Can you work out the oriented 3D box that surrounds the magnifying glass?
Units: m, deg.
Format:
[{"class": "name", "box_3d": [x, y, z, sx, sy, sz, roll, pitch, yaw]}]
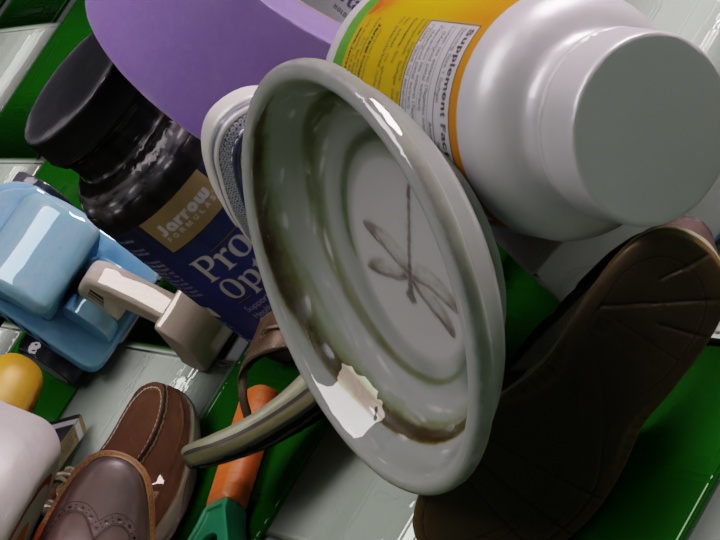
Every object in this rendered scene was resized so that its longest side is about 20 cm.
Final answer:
[{"class": "magnifying glass", "box_3d": [-0.077, 0.146, 1.354, 0.079, 0.022, 0.201, -28, 36, 41]}]

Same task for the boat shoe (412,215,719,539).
[{"class": "boat shoe", "box_3d": [0.099, 0.058, 1.130, 0.200, 0.073, 0.065, -49, -2, 23]}]

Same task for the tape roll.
[{"class": "tape roll", "box_3d": [-0.044, -0.134, 1.363, 0.085, 0.199, 0.200, -55, 22, 23]}]

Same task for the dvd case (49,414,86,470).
[{"class": "dvd case", "box_3d": [-0.256, 0.144, 1.512, 0.148, 0.016, 0.200, -16, 14, 12]}]

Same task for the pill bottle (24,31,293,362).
[{"class": "pill bottle", "box_3d": [-0.085, -0.046, 1.406, 0.112, 0.200, 0.112, -39, 27, 25]}]

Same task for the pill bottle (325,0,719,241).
[{"class": "pill bottle", "box_3d": [0.074, -0.073, 1.127, 0.111, 0.111, 0.200, -56, 29, -10]}]

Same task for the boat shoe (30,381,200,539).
[{"class": "boat shoe", "box_3d": [-0.152, 0.142, 1.418, 0.076, 0.072, 0.200, -21, 39, 47]}]

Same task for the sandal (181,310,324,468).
[{"class": "sandal", "box_3d": [-0.018, 0.033, 1.328, 0.201, 0.057, 0.080, -43, -9, 5]}]

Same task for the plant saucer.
[{"class": "plant saucer", "box_3d": [0.016, -0.002, 1.107, 0.050, 0.201, 0.200, -21, 14, -24]}]

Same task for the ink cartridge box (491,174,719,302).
[{"class": "ink cartridge box", "box_3d": [0.109, -0.056, 1.252, 0.116, 0.067, 0.200, -49, 26, 6]}]

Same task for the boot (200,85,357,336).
[{"class": "boot", "box_3d": [0.000, 0.000, 1.215, 0.073, 0.200, 0.090, -39, 29, 1]}]

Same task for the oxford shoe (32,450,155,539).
[{"class": "oxford shoe", "box_3d": [-0.150, 0.187, 1.326, 0.073, 0.071, 0.201, 117, 167, -71]}]

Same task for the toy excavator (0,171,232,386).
[{"class": "toy excavator", "box_3d": [-0.172, 0.010, 1.576, 0.100, 0.194, 0.200, -56, -2, -11]}]

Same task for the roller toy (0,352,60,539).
[{"class": "roller toy", "box_3d": [-0.239, 0.139, 1.299, 0.183, 0.139, 0.200, -64, 0, 23]}]
